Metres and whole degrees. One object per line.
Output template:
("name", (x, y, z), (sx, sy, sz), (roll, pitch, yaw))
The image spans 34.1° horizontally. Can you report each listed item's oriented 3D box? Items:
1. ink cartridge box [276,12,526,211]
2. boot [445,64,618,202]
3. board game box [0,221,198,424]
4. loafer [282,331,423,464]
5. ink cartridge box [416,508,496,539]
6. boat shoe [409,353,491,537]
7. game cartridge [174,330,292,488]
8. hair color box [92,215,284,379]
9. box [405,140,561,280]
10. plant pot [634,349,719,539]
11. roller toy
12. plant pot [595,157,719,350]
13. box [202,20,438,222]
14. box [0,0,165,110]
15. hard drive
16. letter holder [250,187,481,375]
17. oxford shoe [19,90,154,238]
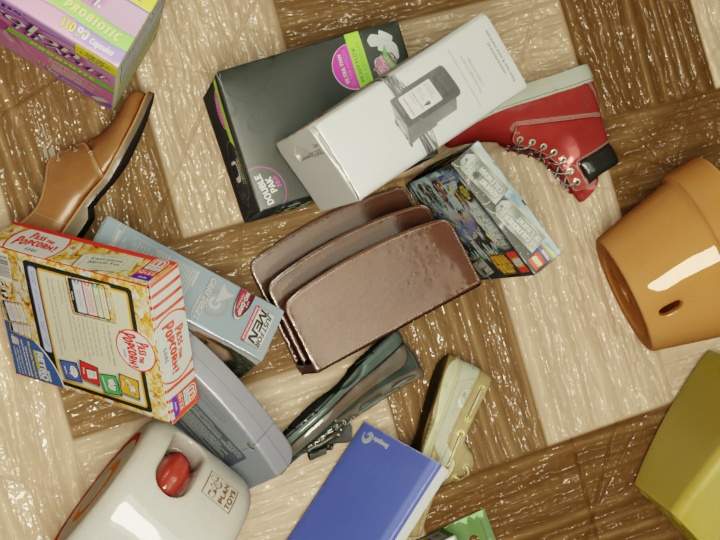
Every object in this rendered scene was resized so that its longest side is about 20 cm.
("ink cartridge box", (0.034, -0.143, 1.105), (0.199, 0.145, 0.084), (-35, 98, -14))
("boot", (0.192, -0.134, 1.309), (0.198, 0.072, 0.146), (-19, 92, -18))
("board game box", (-0.253, 0.048, 1.107), (0.046, 0.198, 0.153), (-43, 138, -48))
("loafer", (-0.014, 0.149, 1.237), (0.200, 0.072, 0.063), (-43, 94, -15))
("ink cartridge box", (0.072, 0.344, 1.249), (0.198, 0.059, 0.105), (-22, 91, -14))
("boat shoe", (0.090, 0.193, 1.257), (0.066, 0.074, 0.202), (19, 82, -6))
("game cartridge", (-0.158, 0.133, 1.172), (0.200, 0.133, 0.042), (48, 51, -6))
("hair color box", (-0.186, 0.032, 1.184), (0.199, 0.099, 0.061), (29, 65, -10))
("box", (0.122, -0.056, 1.218), (0.040, 0.200, 0.137), (-39, 95, -9))
("plant pot", (0.422, 0.232, 1.283), (0.200, 0.200, 0.176), (44, 89, -7))
("roller toy", (-0.197, 0.250, 1.125), (0.139, 0.200, 0.183), (39, 73, -9))
("plant pot", (0.350, -0.002, 1.285), (0.139, 0.200, 0.202), (-26, 92, 3))
("box", (-0.044, -0.152, 1.223), (0.198, 0.124, 0.150), (-18, 91, -14))
("box", (-0.289, -0.257, 1.133), (0.175, 0.200, 0.097), (31, 79, -10))
("hard drive", (-0.009, 0.263, 1.202), (0.025, 0.131, 0.201), (42, 77, -36))
("letter holder", (0.000, 0.000, 1.237), (0.199, 0.101, 0.143), (-27, 91, -14))
("oxford shoe", (-0.278, -0.108, 1.194), (0.071, 0.071, 0.201), (33, 80, -4))
